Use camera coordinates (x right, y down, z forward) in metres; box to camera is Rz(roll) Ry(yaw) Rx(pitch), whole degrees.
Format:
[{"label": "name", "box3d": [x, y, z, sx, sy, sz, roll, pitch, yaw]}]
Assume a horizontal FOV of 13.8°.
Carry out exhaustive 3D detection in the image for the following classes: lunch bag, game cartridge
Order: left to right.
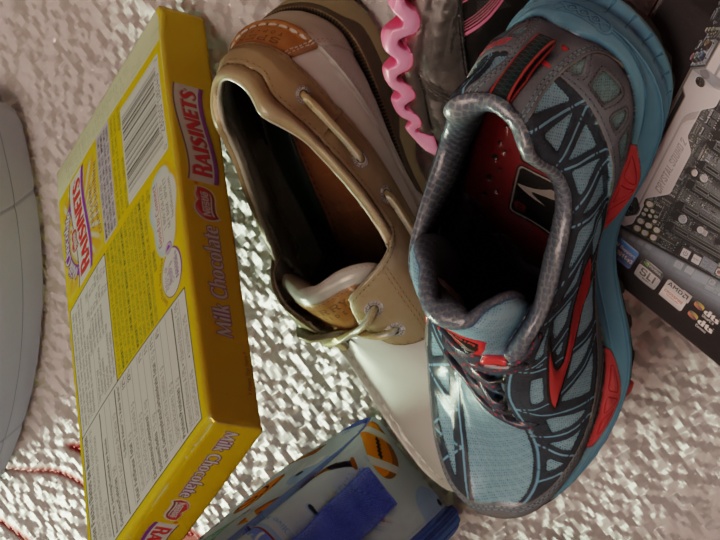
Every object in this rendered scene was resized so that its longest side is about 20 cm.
[{"label": "game cartridge", "box3d": [-0.197, 0.002, 1.263, 0.133, 0.041, 0.201, 25, 127, 26]}, {"label": "lunch bag", "box3d": [-0.055, 0.142, 1.130, 0.076, 0.200, 0.160, 51, 131, 0]}]

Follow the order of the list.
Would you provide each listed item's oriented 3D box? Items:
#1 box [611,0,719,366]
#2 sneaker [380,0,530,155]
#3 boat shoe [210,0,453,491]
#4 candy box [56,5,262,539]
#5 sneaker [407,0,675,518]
[{"label": "box", "box3d": [0.174, -0.020, 0.981, 0.200, 0.050, 0.158, 40, 131, 11]}, {"label": "sneaker", "box3d": [0.060, -0.120, 1.001, 0.095, 0.079, 0.201, 10, 126, 7]}, {"label": "boat shoe", "box3d": [0.000, 0.000, 1.102, 0.074, 0.068, 0.201, -18, 103, 40]}, {"label": "candy box", "box3d": [-0.077, 0.008, 1.100, 0.026, 0.201, 0.102, 11, 136, -24]}, {"label": "sneaker", "box3d": [0.042, 0.005, 0.992, 0.079, 0.095, 0.201, 22, 125, 26]}]
